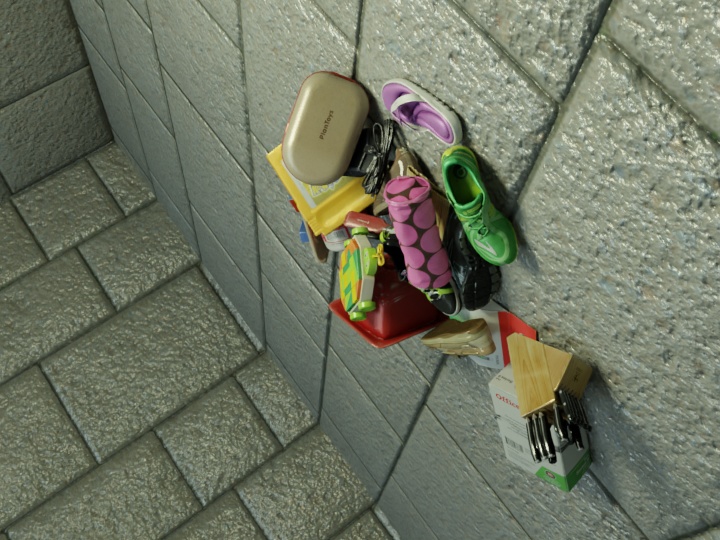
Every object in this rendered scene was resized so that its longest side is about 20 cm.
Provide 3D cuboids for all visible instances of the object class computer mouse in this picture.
[{"bbox_3d":[0.002,-0.208,1.471,0.052,0.141,0.199,15,-179,-35],"label":"computer mouse"}]

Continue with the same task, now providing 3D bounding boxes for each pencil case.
[{"bbox_3d":[0.093,-0.065,1.310,0.095,0.089,0.202,-83,-17,-45],"label":"pencil case"}]

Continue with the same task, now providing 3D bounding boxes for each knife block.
[{"bbox_3d":[0.287,0.210,1.286,0.064,0.177,0.199,31,175,-33],"label":"knife block"}]

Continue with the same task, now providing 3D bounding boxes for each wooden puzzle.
[{"bbox_3d":[-0.113,-0.144,1.770,0.187,0.046,0.202,-81,-23,-50],"label":"wooden puzzle"}]

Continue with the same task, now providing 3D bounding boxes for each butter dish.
[{"bbox_3d":[0.060,0.036,1.601,0.199,0.198,0.150,36,135,45],"label":"butter dish"}]

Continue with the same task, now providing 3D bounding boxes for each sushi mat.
[{"bbox_3d":[0.111,-0.104,1.369,0.095,0.012,0.200,40,164,15],"label":"sushi mat"}]

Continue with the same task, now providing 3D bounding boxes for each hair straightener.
[{"bbox_3d":[0.066,-0.069,1.527,0.197,0.041,0.077,10,158,27],"label":"hair straightener"}]

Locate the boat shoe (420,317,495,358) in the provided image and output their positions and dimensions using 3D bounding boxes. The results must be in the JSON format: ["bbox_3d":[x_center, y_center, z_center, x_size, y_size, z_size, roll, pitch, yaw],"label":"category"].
[{"bbox_3d":[0.176,0.133,1.471,0.065,0.071,0.200,59,158,-7],"label":"boat shoe"}]

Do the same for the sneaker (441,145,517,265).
[{"bbox_3d":[0.174,-0.091,1.227,0.073,0.084,0.202,-26,99,25],"label":"sneaker"}]

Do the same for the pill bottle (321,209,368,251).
[{"bbox_3d":[-0.056,-0.152,1.673,0.112,0.112,0.202,24,142,57],"label":"pill bottle"}]

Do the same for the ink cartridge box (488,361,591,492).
[{"bbox_3d":[0.321,0.273,1.424,0.145,0.084,0.202,24,142,45],"label":"ink cartridge box"}]

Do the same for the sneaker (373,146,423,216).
[{"bbox_3d":[0.066,-0.160,1.461,0.200,0.069,0.077,139,116,-68],"label":"sneaker"}]

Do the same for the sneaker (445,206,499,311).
[{"bbox_3d":[0.188,-0.022,1.365,0.079,0.074,0.202,-125,21,-51],"label":"sneaker"}]

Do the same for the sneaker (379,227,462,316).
[{"bbox_3d":[0.101,0.010,1.441,0.201,0.083,0.072,53,143,0],"label":"sneaker"}]

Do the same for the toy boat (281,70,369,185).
[{"bbox_3d":[-0.066,-0.255,1.459,0.129,0.203,0.131,21,-173,-5],"label":"toy boat"}]

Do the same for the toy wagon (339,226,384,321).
[{"bbox_3d":[0.000,0.000,1.485,0.200,0.039,0.158,126,140,-67],"label":"toy wagon"}]

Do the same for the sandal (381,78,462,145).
[{"bbox_3d":[0.083,-0.251,1.272,0.202,0.049,0.083,36,151,47],"label":"sandal"}]

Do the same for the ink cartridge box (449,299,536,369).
[{"bbox_3d":[0.241,0.124,1.472,0.200,0.050,0.162,42,155,44],"label":"ink cartridge box"}]

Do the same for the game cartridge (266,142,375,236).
[{"bbox_3d":[-0.066,-0.191,1.574,0.201,0.175,0.032,57,-162,1],"label":"game cartridge"}]
